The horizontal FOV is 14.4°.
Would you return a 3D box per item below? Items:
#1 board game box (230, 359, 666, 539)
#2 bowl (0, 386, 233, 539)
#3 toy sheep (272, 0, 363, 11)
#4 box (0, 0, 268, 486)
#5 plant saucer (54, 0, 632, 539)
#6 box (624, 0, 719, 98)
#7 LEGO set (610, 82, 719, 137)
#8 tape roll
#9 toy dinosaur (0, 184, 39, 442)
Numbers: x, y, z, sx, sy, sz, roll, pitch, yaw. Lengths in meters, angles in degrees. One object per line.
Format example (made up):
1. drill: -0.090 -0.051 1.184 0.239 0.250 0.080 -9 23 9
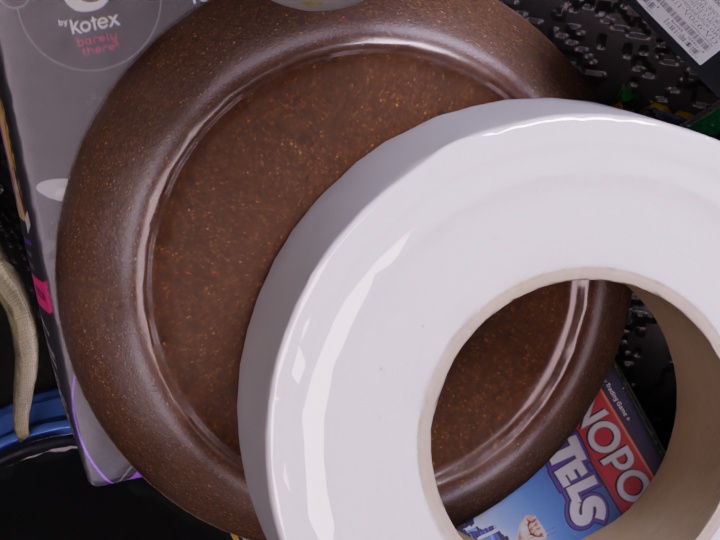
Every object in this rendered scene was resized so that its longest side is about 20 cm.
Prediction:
1. board game box: 0.081 0.126 0.993 0.199 0.062 0.201 -26 70 0
2. bowl: -0.091 0.142 1.093 0.199 0.039 0.202 2 104 8
3. toy sheep: -0.012 -0.136 0.790 0.138 0.199 0.139 23 120 47
4. box: -0.061 -0.043 0.992 0.121 0.106 0.201 -12 103 -8
5. plant saucer: 0.000 0.000 0.940 0.199 0.034 0.202 -2 101 -12
6. box: 0.192 -0.107 0.914 0.159 0.200 0.046 44 149 -4
7. LEGO set: 0.184 -0.015 0.991 0.200 0.116 0.154 48 136 5
8. tape roll: 0.062 0.048 0.904 0.201 0.071 0.204 -1 98 -11
9. toy dinosaur: -0.153 -0.038 1.027 0.047 0.088 0.201 -27 87 -24
